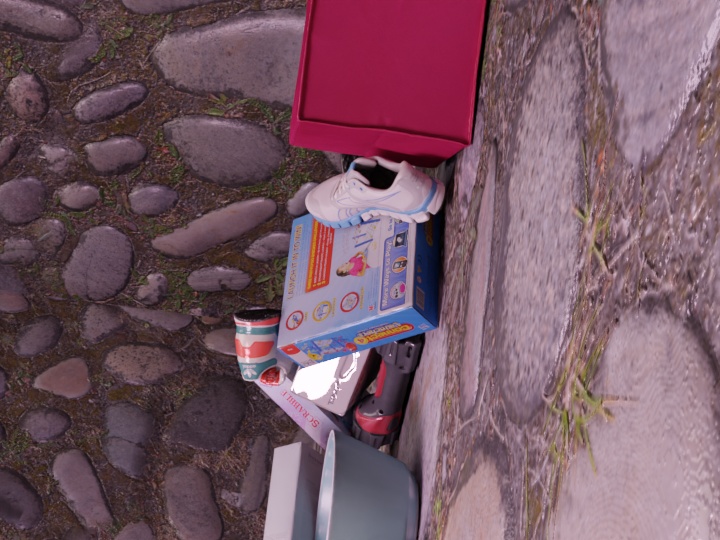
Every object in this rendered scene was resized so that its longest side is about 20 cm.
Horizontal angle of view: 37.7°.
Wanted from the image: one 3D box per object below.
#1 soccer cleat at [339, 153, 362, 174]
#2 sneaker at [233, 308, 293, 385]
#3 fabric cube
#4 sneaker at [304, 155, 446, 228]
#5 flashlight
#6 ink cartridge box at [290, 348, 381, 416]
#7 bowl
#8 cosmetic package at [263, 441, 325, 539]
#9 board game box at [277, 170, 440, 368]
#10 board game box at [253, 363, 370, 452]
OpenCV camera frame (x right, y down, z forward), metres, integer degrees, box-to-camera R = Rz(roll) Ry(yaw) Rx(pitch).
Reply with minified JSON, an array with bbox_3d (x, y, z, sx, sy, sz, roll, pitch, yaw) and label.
[{"bbox_3d":[0.021,-0.103,1.538,0.073,0.068,0.201,110,137,-81],"label":"soccer cleat"},{"bbox_3d":[-0.110,0.098,1.357,0.200,0.070,0.094,4,-91,-73],"label":"sneaker"},{"bbox_3d":[0.028,-0.238,1.221,0.199,0.199,0.198,166,112,-83],"label":"fabric cube"},{"bbox_3d":[0.002,-0.103,1.258,0.087,0.199,0.075,39,-122,-41],"label":"sneaker"},{"bbox_3d":[0.033,0.144,1.370,0.068,0.067,0.201,-83,2,-52],"label":"flashlight"},{"bbox_3d":[-0.011,0.094,1.445,0.200,0.084,0.147,-31,-37,-75],"label":"ink cartridge box"},{"bbox_3d":[0.006,0.287,1.203,0.201,0.104,0.202,-172,90,-86],"label":"bowl"},{"bbox_3d":[-0.042,0.332,1.359,0.200,0.051,0.151,43,-138,-40],"label":"cosmetic package"},{"bbox_3d":[0.000,0.000,1.288,0.056,0.195,0.201,41,-138,-41],"label":"board game box"},{"bbox_3d":[-0.058,0.174,1.508,0.041,0.200,0.200,-45,1,14],"label":"board game box"}]
